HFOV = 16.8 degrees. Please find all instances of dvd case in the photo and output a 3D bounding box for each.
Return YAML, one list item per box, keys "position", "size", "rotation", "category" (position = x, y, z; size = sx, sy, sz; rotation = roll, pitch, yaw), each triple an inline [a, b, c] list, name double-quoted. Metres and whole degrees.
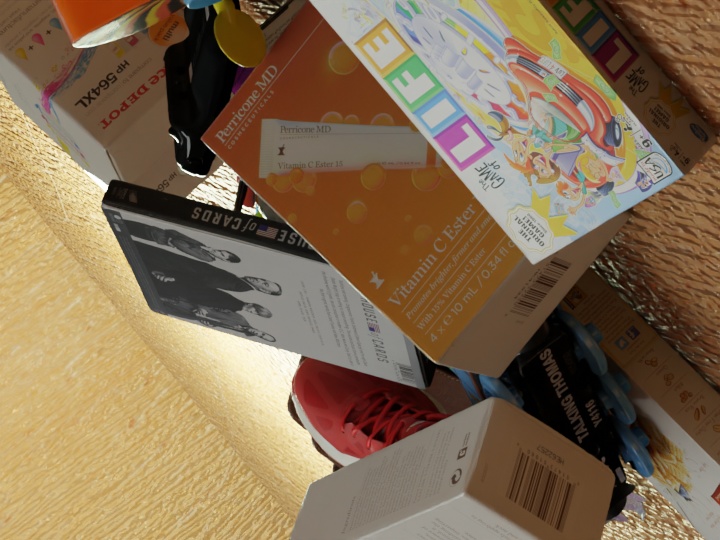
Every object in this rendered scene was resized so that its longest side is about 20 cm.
- position: [-0.055, 0.010, 1.528]
  size: [0.199, 0.025, 0.150]
  rotation: [15, 156, 15]
  category: "dvd case"

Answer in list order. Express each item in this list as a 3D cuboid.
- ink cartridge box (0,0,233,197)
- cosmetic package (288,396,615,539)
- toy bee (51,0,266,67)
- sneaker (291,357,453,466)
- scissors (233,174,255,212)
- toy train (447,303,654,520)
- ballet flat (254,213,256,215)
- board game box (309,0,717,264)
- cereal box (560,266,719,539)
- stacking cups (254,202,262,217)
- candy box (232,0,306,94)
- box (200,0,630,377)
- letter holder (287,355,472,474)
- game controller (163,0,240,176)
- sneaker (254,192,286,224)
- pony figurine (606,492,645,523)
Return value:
- position: [-0.184, -0.146, 1.913]
  size: [0.200, 0.129, 0.125]
  rotation: [41, 167, 27]
  category: "ink cartridge box"
- position: [0.049, 0.153, 1.456]
  size: [0.102, 0.074, 0.200]
  rotation: [34, 145, -22]
  category: "cosmetic package"
- position: [-0.068, -0.178, 1.352]
  size: [0.109, 0.199, 0.132]
  rotation: [-10, -86, -67]
  category: "toy bee"
- position: [0.031, 0.097, 1.564]
  size: [0.200, 0.078, 0.116]
  rotation: [33, 161, 23]
  category: "sneaker"
- position: [-0.078, -0.072, 1.633]
  size: [0.014, 0.074, 0.200]
  rotation: [9, -174, 1]
  category: "scissors"
- position: [0.110, 0.074, 1.489]
  size: [0.114, 0.087, 0.200]
  rotation: [46, 169, 44]
  category: "toy train"
- position: [-0.042, -0.026, 1.948]
  size: [0.064, 0.067, 0.200]
  rotation: [43, 170, -11]
  category: "ballet flat"
- position: [0.067, -0.108, 1.210]
  size: [0.200, 0.034, 0.134]
  rotation: [49, 145, -5]
  category: "board game box"
- position: [0.186, 0.089, 1.538]
  size: [0.200, 0.039, 0.144]
  rotation: [46, 166, 12]
  category: "cereal box"
- position: [-0.048, -0.048, 1.702]
  size: [0.061, 0.060, 0.200]
  rotation: [52, -164, -21]
  category: "stacking cups"
- position: [0.002, -0.082, 1.601]
  size: [0.200, 0.061, 0.136]
  rotation: [49, 168, -2]
  category: "candy box"
- position: [0.031, -0.053, 1.369]
  size: [0.200, 0.125, 0.097]
  rotation: [43, -169, 23]
  category: "box"
- position: [0.049, 0.131, 1.743]
  size: [0.199, 0.143, 0.100]
  rotation: [23, -171, 32]
  category: "letter holder"
- position: [-0.100, -0.137, 1.606]
  size: [0.042, 0.105, 0.200]
  rotation: [21, -162, -14]
  category: "game controller"
- position: [0.000, 0.000, 1.556]
  size: [0.092, 0.076, 0.200]
  rotation: [33, 163, 34]
  category: "sneaker"
- position: [0.103, 0.202, 1.838]
  size: [0.192, 0.201, 0.167]
  rotation: [16, 164, -4]
  category: "pony figurine"
